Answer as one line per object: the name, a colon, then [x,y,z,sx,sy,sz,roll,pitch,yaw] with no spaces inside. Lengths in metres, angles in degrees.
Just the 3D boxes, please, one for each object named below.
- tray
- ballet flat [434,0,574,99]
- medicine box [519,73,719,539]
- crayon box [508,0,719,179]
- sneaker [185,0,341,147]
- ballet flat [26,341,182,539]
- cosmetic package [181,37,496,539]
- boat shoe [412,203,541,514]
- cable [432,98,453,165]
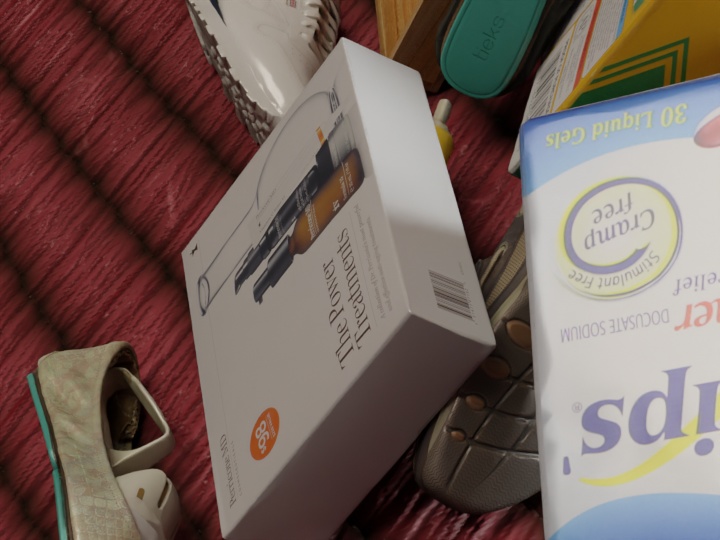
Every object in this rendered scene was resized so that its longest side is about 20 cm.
tray: [0.041,-0.199,1.331,0.201,0.037,0.099,-96,28,-47]
ballet flat: [0.095,-0.172,1.185,0.200,0.068,0.068,-55,0,38]
medicine box: [0.167,0.029,0.955,0.181,0.103,0.201,-12,65,21]
crayon box: [0.148,-0.132,1.136,0.200,0.051,0.126,-52,15,49]
sneaker: [-0.046,-0.131,1.328,0.080,0.077,0.200,-21,41,-5]
ballet flat: [-0.115,0.097,1.131,0.062,0.068,0.200,-18,40,-3]
cosmetic package: [-0.017,0.012,1.115,0.151,0.051,0.201,-53,30,29]
boat shoe: [0.081,0.026,1.096,0.200,0.074,0.073,-55,20,-22]
cable: [0.000,0.000,1.175,0.097,0.050,0.201,-18,41,22]
